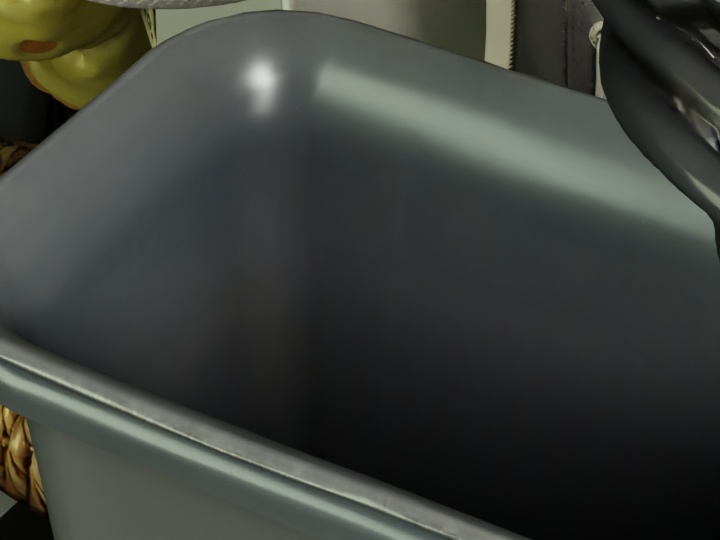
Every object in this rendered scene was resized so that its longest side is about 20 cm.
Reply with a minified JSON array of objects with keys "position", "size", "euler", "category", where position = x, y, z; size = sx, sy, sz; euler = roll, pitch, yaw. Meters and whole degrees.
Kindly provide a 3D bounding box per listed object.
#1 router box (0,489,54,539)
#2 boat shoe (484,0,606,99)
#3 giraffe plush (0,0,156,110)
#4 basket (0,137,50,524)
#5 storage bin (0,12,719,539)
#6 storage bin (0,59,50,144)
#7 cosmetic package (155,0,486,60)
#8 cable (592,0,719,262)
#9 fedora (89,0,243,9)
[{"position":[-0.092,0.151,0.879],"size":[0.200,0.052,0.157],"euler":[31,138,19],"category":"router box"},{"position":[0.064,-0.049,0.678],"size":[0.063,0.073,0.201],"euler":[18,114,19],"category":"boat shoe"},{"position":[-0.151,-0.102,0.956],"size":[0.200,0.162,0.173],"euler":[-103,1,-46],"category":"giraffe plush"},{"position":[-0.077,0.074,0.956],"size":[0.149,0.143,0.200],"euler":[21,133,28],"category":"basket"},{"position":[0.030,0.048,0.608],"size":[0.200,0.146,0.135],"euler":[20,133,24],"category":"storage bin"},{"position":[-0.193,-0.122,1.179],"size":[0.200,0.145,0.135],"euler":[47,129,55],"category":"storage bin"},{"position":[0.000,0.000,0.789],"size":[0.107,0.090,0.201],"euler":[-149,58,-64],"category":"cosmetic package"},{"position":[0.093,-0.016,0.476],"size":[0.051,0.163,0.200],"euler":[-39,57,17],"category":"cable"},{"position":[-0.028,-0.151,0.714],"size":[0.177,0.200,0.090],"euler":[47,178,6],"category":"fedora"}]
